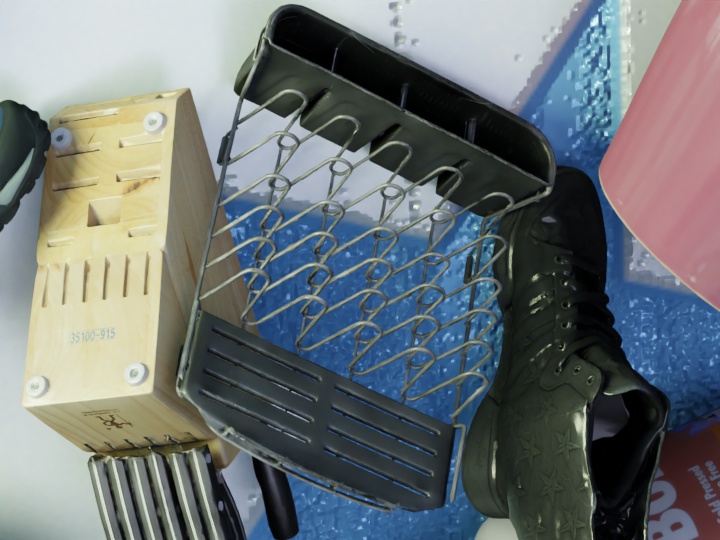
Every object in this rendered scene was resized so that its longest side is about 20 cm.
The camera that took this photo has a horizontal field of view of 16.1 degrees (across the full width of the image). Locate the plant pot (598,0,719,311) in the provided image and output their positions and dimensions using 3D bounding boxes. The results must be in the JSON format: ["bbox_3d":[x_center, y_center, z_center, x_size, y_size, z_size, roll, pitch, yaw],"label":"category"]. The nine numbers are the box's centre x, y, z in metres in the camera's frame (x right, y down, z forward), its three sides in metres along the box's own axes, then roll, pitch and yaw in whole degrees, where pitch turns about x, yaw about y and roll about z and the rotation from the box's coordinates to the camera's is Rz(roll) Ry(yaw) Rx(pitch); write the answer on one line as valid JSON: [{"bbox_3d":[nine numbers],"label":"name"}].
[{"bbox_3d":[0.209,-0.073,1.127,0.200,0.200,0.179,30,113,-20],"label":"plant pot"}]

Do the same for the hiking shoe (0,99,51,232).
[{"bbox_3d":[-0.226,-0.020,1.081,0.200,0.074,0.087,-35,112,-2],"label":"hiking shoe"}]

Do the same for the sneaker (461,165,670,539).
[{"bbox_3d":[0.102,0.049,1.139,0.060,0.104,0.200,18,79,-34],"label":"sneaker"}]

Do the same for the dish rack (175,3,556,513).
[{"bbox_3d":[0.000,0.000,1.101,0.153,0.055,0.200,25,54,-20],"label":"dish rack"}]

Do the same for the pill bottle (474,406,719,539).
[{"bbox_3d":[0.125,0.147,1.200,0.200,0.112,0.112,-25,110,-7],"label":"pill bottle"}]

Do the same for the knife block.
[{"bbox_3d":[-0.080,0.042,1.141,0.064,0.176,0.200,-7,66,20],"label":"knife block"}]
